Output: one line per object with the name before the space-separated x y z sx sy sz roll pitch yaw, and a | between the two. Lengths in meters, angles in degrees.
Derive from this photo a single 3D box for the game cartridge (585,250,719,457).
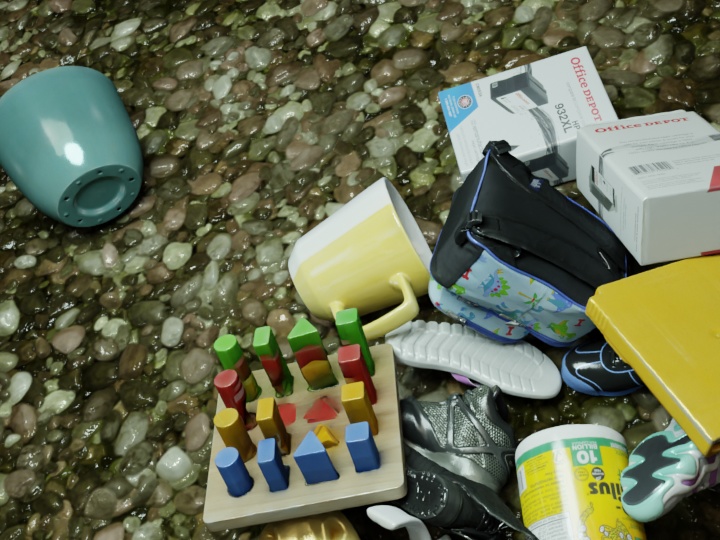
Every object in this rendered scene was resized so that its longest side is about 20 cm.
game cartridge | 0.340 0.071 0.889 0.176 0.032 0.200 -15 45 -18

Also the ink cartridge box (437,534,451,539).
ink cartridge box | 0.096 0.369 0.894 0.099 0.039 0.200 -31 53 -1

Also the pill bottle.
pill bottle | 0.215 0.259 0.879 0.113 0.113 0.200 -10 56 12

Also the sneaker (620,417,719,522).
sneaker | 0.338 0.196 0.877 0.200 0.140 0.078 -43 13 -28

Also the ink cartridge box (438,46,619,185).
ink cartridge box | 0.215 -0.182 1.175 0.200 0.084 0.145 -16 55 8

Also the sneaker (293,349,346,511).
sneaker | -0.039 0.179 1.044 0.079 0.075 0.200 -5 67 12

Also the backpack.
backpack | 0.183 -0.010 1.022 0.200 0.147 0.183 29 46 -7

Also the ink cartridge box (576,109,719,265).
ink cartridge box | 0.341 -0.097 1.021 0.147 0.083 0.200 -9 30 -3

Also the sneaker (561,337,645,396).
sneaker | 0.312 0.086 0.977 0.200 0.078 0.070 -7 57 14

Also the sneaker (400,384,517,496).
sneaker | 0.085 0.162 1.009 0.199 0.076 0.114 25 67 26

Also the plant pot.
plant pot | -0.403 -0.159 1.308 0.200 0.201 0.161 -33 66 -4

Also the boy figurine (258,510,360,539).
boy figurine | -0.055 0.288 0.942 0.124 0.064 0.200 -13 75 12

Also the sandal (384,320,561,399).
sandal | 0.127 0.104 1.045 0.202 0.050 0.082 17 44 11

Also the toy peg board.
toy peg board | -0.066 0.137 0.929 0.200 0.098 0.199 -13 37 8

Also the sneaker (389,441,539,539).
sneaker | 0.083 0.226 0.911 0.060 0.104 0.200 -64 26 -3

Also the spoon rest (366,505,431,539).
spoon rest | 0.038 0.316 0.871 0.061 0.200 0.099 -9 17 -38

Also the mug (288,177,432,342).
mug | -0.003 -0.008 1.094 0.153 0.187 0.150 -27 98 10
